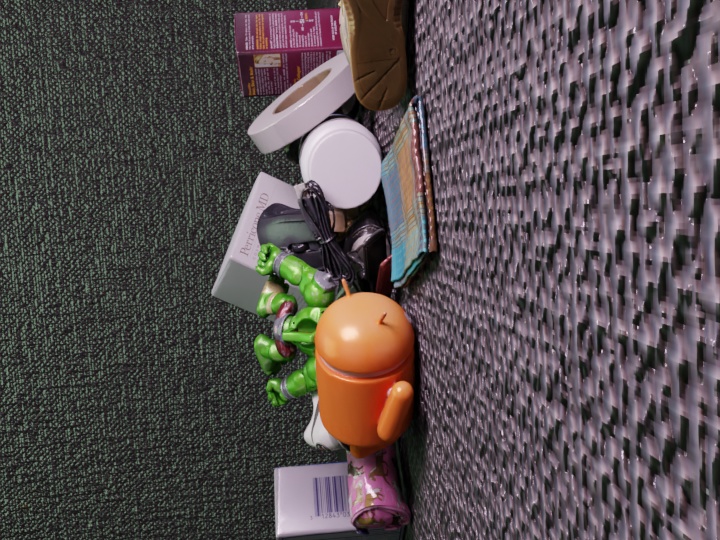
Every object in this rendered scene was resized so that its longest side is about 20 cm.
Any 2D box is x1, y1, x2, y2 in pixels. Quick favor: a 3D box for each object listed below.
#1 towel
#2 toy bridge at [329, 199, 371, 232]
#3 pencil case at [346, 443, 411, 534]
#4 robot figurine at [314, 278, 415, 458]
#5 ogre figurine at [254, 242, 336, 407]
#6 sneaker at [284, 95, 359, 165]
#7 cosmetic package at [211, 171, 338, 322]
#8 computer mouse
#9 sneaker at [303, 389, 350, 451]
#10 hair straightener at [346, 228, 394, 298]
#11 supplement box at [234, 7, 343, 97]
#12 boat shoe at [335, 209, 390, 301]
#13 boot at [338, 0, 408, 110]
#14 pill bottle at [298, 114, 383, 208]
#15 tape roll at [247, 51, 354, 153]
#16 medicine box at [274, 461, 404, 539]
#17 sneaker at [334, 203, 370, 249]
[{"bbox_3d":[0.046,-0.070,0.772,0.200,0.021,0.151,116,149,-80],"label":"towel"},{"bbox_3d":[-0.033,-0.090,1.101,0.200,0.065,0.028,-57,-35,-70],"label":"toy bridge"},{"bbox_3d":[0.016,0.244,1.026,0.087,0.081,0.204,118,152,-45],"label":"pencil case"},{"bbox_3d":[0.007,0.113,0.852,0.145,0.113,0.205,-75,-14,-57],"label":"robot figurine"},{"bbox_3d":[-0.078,0.075,0.963,0.097,0.118,0.206,19,-101,-52],"label":"ogre figurine"},{"bbox_3d":[-0.074,-0.232,1.200,0.201,0.087,0.078,-55,-42,-39],"label":"sneaker"},{"bbox_3d":[-0.120,-0.020,1.272,0.166,0.196,0.171,134,156,-59],"label":"cosmetic package"},{"bbox_3d":[-0.091,-0.043,1.003,0.198,0.052,0.141,6,122,59],"label":"computer mouse"},{"bbox_3d":[-0.022,0.144,1.004,0.075,0.087,0.202,51,-135,-27],"label":"sneaker"},{"bbox_3d":[0.018,0.002,0.966,0.077,0.041,0.201,50,167,20],"label":"hair straightener"},{"bbox_3d":[-0.106,-0.361,1.266,0.111,0.194,0.088,95,169,-64],"label":"supplement box"},{"bbox_3d":[0.000,0.000,1.060,0.202,0.072,0.062,97,167,-53],"label":"boat shoe"},{"bbox_3d":[0.010,-0.278,0.760,0.155,0.070,0.205,-100,7,-66],"label":"boot"},{"bbox_3d":[-0.028,-0.149,1.038,0.200,0.110,0.117,-111,18,-75],"label":"pill bottle"},{"bbox_3d":[-0.075,-0.243,1.092,0.037,0.201,0.204,51,-172,-21],"label":"tape roll"},{"bbox_3d":[-0.033,0.376,1.126,0.203,0.177,0.105,93,172,-49],"label":"medicine box"},{"bbox_3d":[-0.022,-0.034,1.132,0.200,0.073,0.093,-47,-48,-61],"label":"sneaker"}]
